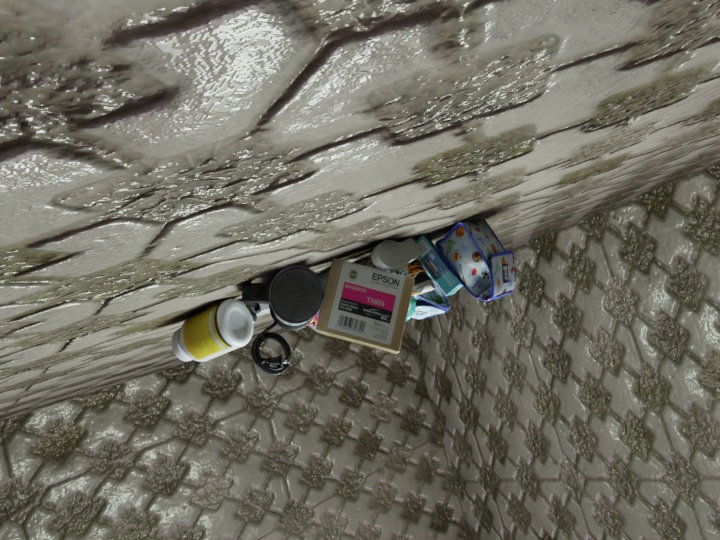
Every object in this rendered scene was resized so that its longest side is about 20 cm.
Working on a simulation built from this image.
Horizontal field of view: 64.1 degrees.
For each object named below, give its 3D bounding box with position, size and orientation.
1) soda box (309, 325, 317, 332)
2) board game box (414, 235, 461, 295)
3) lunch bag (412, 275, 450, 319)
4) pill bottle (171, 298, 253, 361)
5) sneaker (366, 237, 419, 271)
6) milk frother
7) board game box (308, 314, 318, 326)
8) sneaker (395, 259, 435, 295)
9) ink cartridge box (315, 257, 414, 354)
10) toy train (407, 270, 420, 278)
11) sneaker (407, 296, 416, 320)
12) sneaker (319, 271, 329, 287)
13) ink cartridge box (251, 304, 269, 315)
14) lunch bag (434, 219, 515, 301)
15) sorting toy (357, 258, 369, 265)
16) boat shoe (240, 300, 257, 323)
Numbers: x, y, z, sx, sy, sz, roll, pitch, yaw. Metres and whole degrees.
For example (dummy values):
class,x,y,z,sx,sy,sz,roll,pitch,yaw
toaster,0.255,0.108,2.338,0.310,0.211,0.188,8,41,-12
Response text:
class,x,y,z,sx,sy,sz,roll,pitch,yaw
soda box,-0.068,0.103,1.611,0.196,0.065,0.068,-26,128,34
board game box,0.203,-0.010,1.502,0.047,0.153,0.200,-38,170,9
lunch bag,0.164,0.069,1.776,0.129,0.199,0.169,-54,-166,-27
pill bottle,-0.355,0.149,1.360,0.195,0.116,0.111,-22,173,29
sneaker,0.053,-0.020,1.350,0.113,0.076,0.198,-26,173,30
milk frother,-0.162,0.113,1.245,0.174,0.208,0.188,-13,173,-10
board game box,-0.149,0.108,1.463,0.198,0.040,0.155,34,146,-32
sneaker,0.129,0.003,1.450,0.075,0.080,0.200,-13,-158,-13
ink cartridge box,0.011,0.079,1.286,0.193,0.171,0.075,13,171,2
toy train,0.044,0.054,1.388,0.202,0.114,0.085,-53,153,-8
sneaker,0.067,0.100,1.513,0.195,0.087,0.119,-15,171,32
sneaker,-0.107,0.053,1.466,0.084,0.079,0.201,22,141,-9
ink cartridge box,-0.205,0.081,1.589,0.195,0.041,0.099,-14,172,-32
lunch bag,0.311,-0.022,1.471,0.123,0.204,0.168,-40,162,32
sorting toy,0.000,0.000,1.573,0.182,0.038,0.198,-24,177,35
boat shoe,-0.331,0.138,1.471,0.065,0.077,0.197,29,134,-31
